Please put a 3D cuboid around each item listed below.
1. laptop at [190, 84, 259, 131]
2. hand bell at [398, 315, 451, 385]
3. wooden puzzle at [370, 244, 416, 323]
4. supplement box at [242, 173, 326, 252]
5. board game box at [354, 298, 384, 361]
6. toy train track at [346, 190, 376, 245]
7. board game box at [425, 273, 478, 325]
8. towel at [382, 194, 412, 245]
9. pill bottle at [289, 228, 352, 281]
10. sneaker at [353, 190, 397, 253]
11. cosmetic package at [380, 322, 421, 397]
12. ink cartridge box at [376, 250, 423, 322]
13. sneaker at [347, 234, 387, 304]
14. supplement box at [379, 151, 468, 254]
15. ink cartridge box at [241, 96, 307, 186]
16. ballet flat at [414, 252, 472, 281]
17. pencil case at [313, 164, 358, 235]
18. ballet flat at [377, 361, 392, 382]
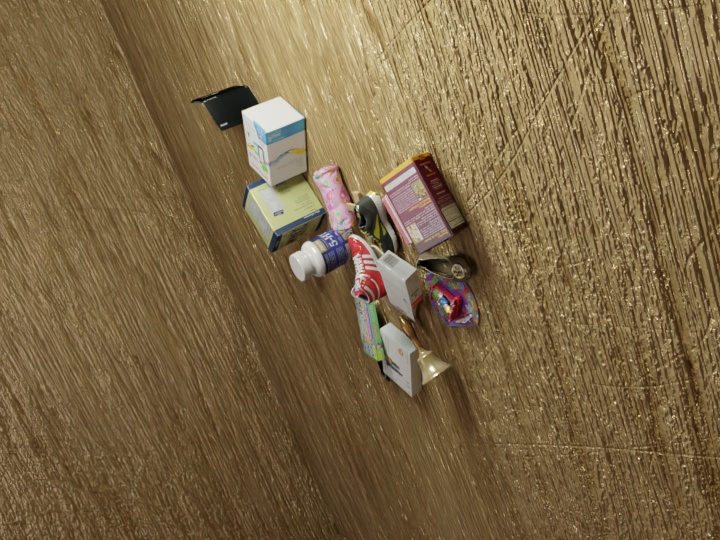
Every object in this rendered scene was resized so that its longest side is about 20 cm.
[{"bbox_3d":[-0.458,-0.561,2.039,0.199,0.176,0.105,21,133,52],"label":"laptop"},{"bbox_3d":[0.168,0.220,1.723,0.202,0.103,0.104,57,154,11],"label":"hand bell"},{"bbox_3d":[0.099,0.036,1.745,0.199,0.046,0.187,40,147,30],"label":"wooden puzzle"},{"bbox_3d":[-0.257,-0.207,1.983,0.202,0.198,0.134,57,154,10],"label":"supplement box"},{"bbox_3d":[0.028,0.186,1.961,0.134,0.029,0.204,-166,65,-72],"label":"board game box"},{"bbox_3d":[0.020,-0.146,1.730,0.114,0.032,0.202,22,140,43],"label":"toy train track"},{"bbox_3d":[0.224,0.082,1.555,0.199,0.039,0.160,-11,105,63],"label":"board game box"},{"bbox_3d":[0.135,-0.160,1.506,0.148,0.030,0.200,60,152,3],"label":"towel"},{"bbox_3d":[-0.120,-0.050,1.883,0.120,0.198,0.121,41,148,34],"label":"pill bottle"},{"bbox_3d":[0.038,-0.117,1.638,0.074,0.084,0.202,33,149,62],"label":"sneaker"},{"bbox_3d":[0.132,0.290,1.921,0.150,0.051,0.203,34,142,41],"label":"cosmetic package"},{"bbox_3d":[0.115,0.045,1.616,0.108,0.050,0.201,36,159,34],"label":"ink cartridge box"},{"bbox_3d":[0.000,0.000,1.699,0.201,0.112,0.071,55,151,5],"label":"sneaker"},{"bbox_3d":[0.147,-0.156,1.380,0.110,0.085,0.202,-30,89,41],"label":"supplement box"},{"bbox_3d":[-0.267,-0.406,1.871,0.147,0.145,0.202,44,149,33],"label":"ink cartridge box"},{"bbox_3d":[0.201,-0.010,1.480,0.199,0.046,0.069,21,121,55],"label":"ballet flat"},{"bbox_3d":[-0.074,-0.212,1.773,0.087,0.087,0.203,6,120,60],"label":"pencil case"},{"bbox_3d":[0.069,0.297,2.046,0.067,0.046,0.203,9,123,58],"label":"ballet flat"}]
